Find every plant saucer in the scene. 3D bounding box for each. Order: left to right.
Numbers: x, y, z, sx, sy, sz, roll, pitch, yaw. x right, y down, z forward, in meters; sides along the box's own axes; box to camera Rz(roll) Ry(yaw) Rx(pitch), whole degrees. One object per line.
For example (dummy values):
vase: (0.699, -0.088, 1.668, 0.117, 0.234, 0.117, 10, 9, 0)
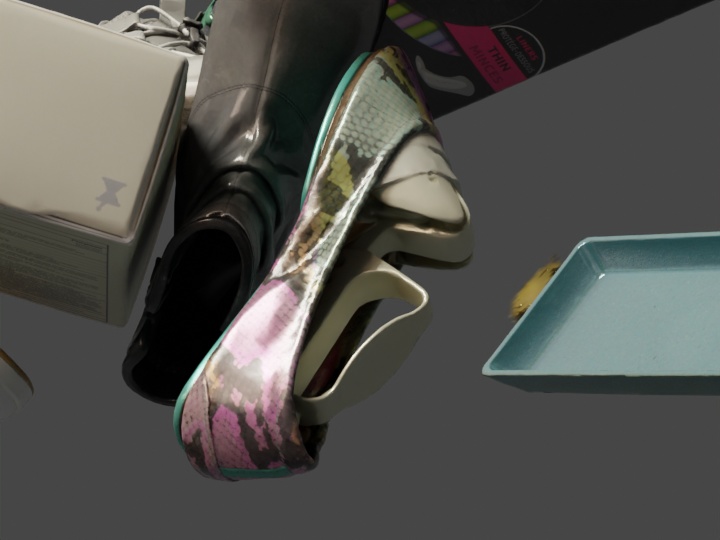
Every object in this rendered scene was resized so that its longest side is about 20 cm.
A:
plant saucer: (0.125, 0.015, 0.825, 0.200, 0.019, 0.070, -4, 40, 52)

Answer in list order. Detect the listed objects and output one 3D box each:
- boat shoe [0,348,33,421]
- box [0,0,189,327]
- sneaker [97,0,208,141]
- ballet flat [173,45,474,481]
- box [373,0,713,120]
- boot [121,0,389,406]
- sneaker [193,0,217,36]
boat shoe: (-0.209, 0.060, 1.140, 0.069, 0.071, 0.200, -50, 19, -25)
box: (-0.125, -0.040, 1.047, 0.200, 0.095, 0.078, 126, 162, -78)
sneaker: (-0.096, -0.090, 1.175, 0.200, 0.075, 0.082, 4, 72, 58)
ballet flat: (0.000, 0.000, 0.975, 0.071, 0.069, 0.200, 10, 54, 26)
box: (0.078, -0.163, 1.079, 0.200, 0.122, 0.106, -23, 27, 29)
boot: (-0.040, -0.049, 1.015, 0.070, 0.200, 0.132, 14, 36, 3)
sneaker: (-0.043, -0.137, 1.238, 0.200, 0.088, 0.074, -26, 26, 23)
